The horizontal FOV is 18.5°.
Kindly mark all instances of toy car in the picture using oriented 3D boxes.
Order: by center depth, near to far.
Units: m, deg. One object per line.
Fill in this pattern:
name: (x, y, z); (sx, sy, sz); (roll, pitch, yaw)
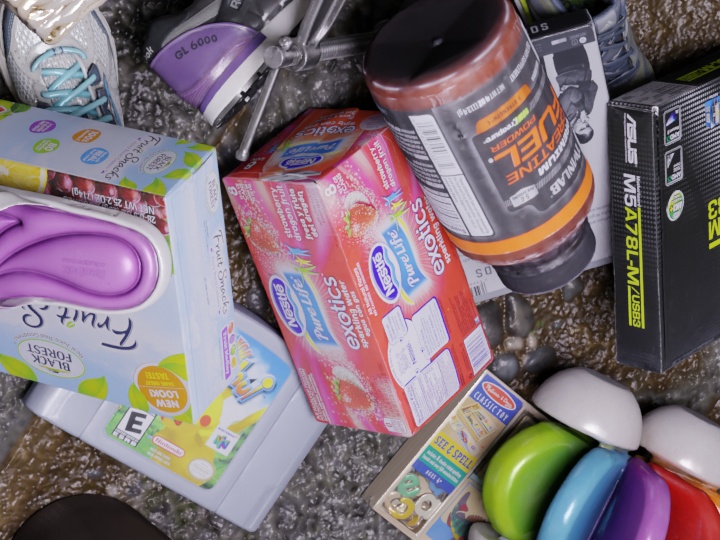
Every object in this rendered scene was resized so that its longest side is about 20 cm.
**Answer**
toy car: (0.185, 0.179, 1.576); (0.200, 0.150, 0.175); (22, 99, -26)

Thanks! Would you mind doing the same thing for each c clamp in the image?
c clamp: (-0.001, -0.166, 1.428); (0.200, 0.027, 0.171); (-25, 145, -56)

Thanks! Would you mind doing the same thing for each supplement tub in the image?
supplement tub: (0.085, -0.078, 1.424); (0.107, 0.107, 0.200); (-36, 126, -6)

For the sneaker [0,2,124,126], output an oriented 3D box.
sneaker: (-0.175, -0.094, 1.407); (0.077, 0.086, 0.201); (-19, 114, -15)

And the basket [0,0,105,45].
basket: (-0.184, -0.261, 1.285); (0.200, 0.198, 0.161); (-41, 119, -4)

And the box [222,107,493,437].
box: (0.000, 0.000, 1.485); (0.100, 0.095, 0.201); (-41, 122, -37)

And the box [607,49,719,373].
box: (0.249, -0.051, 1.563); (0.200, 0.047, 0.194); (-25, 116, -43)

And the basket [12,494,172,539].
basket: (-0.161, 0.238, 1.462); (0.180, 0.200, 0.136); (-27, 116, -9)

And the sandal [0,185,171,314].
sandal: (-0.210, -0.010, 1.267); (0.202, 0.050, 0.083); (-1, 102, 10)

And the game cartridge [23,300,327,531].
game cartridge: (-0.115, 0.082, 1.521); (0.200, 0.040, 0.134); (32, 91, -27)

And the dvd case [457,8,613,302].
dvd case: (0.103, -0.072, 1.513); (0.150, 0.025, 0.200); (-16, 128, 2)

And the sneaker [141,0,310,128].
sneaker: (-0.059, -0.193, 1.427); (0.088, 0.076, 0.200); (41, 74, 1)

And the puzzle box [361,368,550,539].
puzzle box: (0.113, 0.173, 1.645); (0.200, 0.025, 0.133); (39, 91, -27)

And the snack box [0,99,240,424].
snack box: (-0.179, -0.009, 1.361); (0.068, 0.199, 0.169); (-48, 144, -46)

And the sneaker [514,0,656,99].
sneaker: (0.153, -0.164, 1.513); (0.074, 0.081, 0.200); (-38, 117, -5)
